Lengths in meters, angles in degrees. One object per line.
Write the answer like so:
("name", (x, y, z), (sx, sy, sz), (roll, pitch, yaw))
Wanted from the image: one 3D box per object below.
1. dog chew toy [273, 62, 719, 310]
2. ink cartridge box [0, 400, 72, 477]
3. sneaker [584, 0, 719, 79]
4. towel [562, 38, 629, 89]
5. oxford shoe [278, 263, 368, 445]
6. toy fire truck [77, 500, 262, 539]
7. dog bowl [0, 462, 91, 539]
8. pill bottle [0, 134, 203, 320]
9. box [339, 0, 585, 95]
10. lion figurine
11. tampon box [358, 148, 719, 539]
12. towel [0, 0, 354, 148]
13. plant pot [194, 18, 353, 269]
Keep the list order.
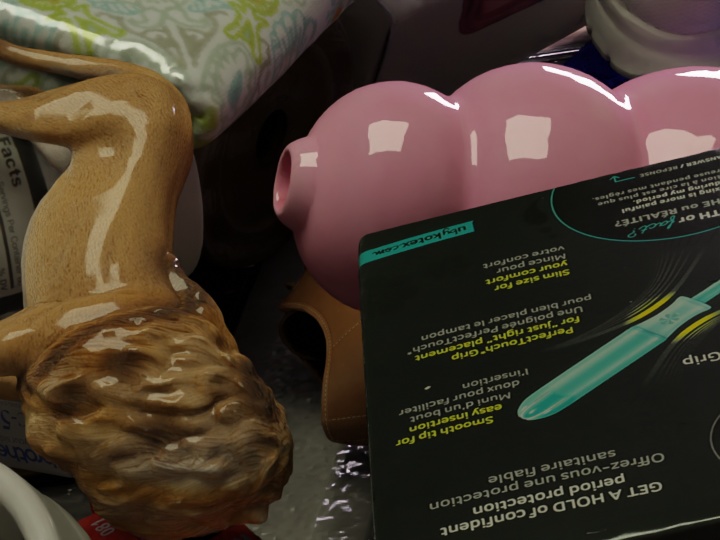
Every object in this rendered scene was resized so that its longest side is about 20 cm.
("dog chew toy", (0.069, -0.016, 0.889), (0.199, 0.125, 0.125), (9, 22, -16))
("ink cartridge box", (-0.170, 0.029, 1.061), (0.199, 0.044, 0.094), (7, 35, 35))
("sneaker", (0.104, -0.163, 1.084), (0.074, 0.087, 0.200), (-16, 45, -25))
("towel", (0.140, -0.048, 1.048), (0.199, 0.050, 0.148), (12, 36, 42))
("oxford shoe", (0.000, 0.000, 1.006), (0.071, 0.072, 0.200), (-17, 28, 4))
("toy fire truck", (-0.098, 0.120, 0.846), (0.141, 0.049, 0.200), (-26, 30, -21))
("dog bowl", (-0.156, 0.135, 0.772), (0.199, 0.059, 0.201), (-15, 43, 14))
("pill bottle", (-0.167, -0.015, 0.957), (0.199, 0.117, 0.116), (-17, 25, -25))
("box", (0.041, -0.166, 1.200), (0.200, 0.109, 0.128), (-30, 71, -29))
("lion figurine", (-0.084, -0.008, 0.840), (0.122, 0.073, 0.201), (-7, 69, 11))
("tampon box", (0.085, 0.072, 0.760), (0.149, 0.127, 0.200), (-13, 28, 5))
("towel", (-0.112, -0.115, 0.974), (0.199, 0.048, 0.171), (20, 34, 12))
("plant pot", (-0.105, -0.082, 1.116), (0.173, 0.201, 0.200), (22, 41, 25))
